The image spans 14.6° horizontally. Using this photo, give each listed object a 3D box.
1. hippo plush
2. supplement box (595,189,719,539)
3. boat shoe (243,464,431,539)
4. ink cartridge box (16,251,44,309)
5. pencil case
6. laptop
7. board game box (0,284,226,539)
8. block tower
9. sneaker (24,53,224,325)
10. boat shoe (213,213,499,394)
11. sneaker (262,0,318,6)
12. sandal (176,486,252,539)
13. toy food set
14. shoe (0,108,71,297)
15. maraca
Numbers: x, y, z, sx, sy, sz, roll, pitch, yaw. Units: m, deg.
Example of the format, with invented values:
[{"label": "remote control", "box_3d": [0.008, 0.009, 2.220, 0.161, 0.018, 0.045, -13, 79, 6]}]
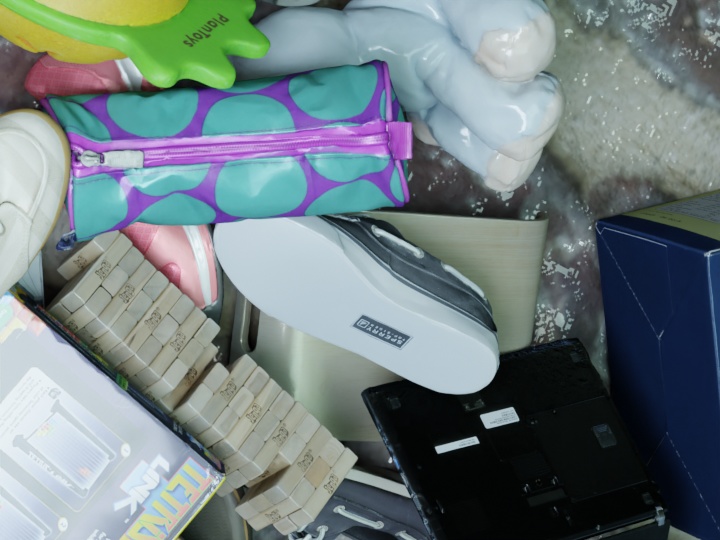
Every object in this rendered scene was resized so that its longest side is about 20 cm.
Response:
[{"label": "hippo plush", "box_3d": [0.014, -0.118, 1.633, 0.160, 0.159, 0.201, -25, 111, -22]}, {"label": "supplement box", "box_3d": [0.278, 0.051, 1.819, 0.199, 0.134, 0.201, -14, 106, -24]}, {"label": "boat shoe", "box_3d": [-0.017, 0.147, 1.721, 0.199, 0.073, 0.063, 17, 89, -34]}, {"label": "ink cartridge box", "box_3d": [-0.229, 0.066, 1.612, 0.099, 0.039, 0.202, -9, 105, -27]}, {"label": "pencil case", "box_3d": [-0.073, -0.065, 1.545, 0.198, 0.092, 0.086, -7, 92, -4]}, {"label": "laptop", "box_3d": [0.089, 0.164, 1.711, 0.176, 0.103, 0.201, -12, 66, -38]}, {"label": "board game box", "box_3d": [-0.199, 0.133, 1.562, 0.165, 0.057, 0.200, 41, 89, -9]}, {"label": "block tower", "box_3d": [-0.097, 0.066, 1.611, 0.200, 0.054, 0.058, 45, 53, -10]}, {"label": "sneaker", "box_3d": [-0.139, -0.044, 1.631, 0.086, 0.074, 0.201, -19, 105, -8]}, {"label": "boat shoe", "box_3d": [0.000, 0.000, 1.648, 0.199, 0.068, 0.072, 27, 131, -23]}, {"label": "sneaker", "box_3d": [-0.060, -0.227, 1.569, 0.079, 0.200, 0.076, -10, 144, -39]}, {"label": "sandal", "box_3d": [-0.111, 0.185, 1.672, 0.054, 0.081, 0.201, -22, 120, -54]}, {"label": "toy food set", "box_3d": [0.018, 0.029, 1.731, 0.199, 0.060, 0.145, 3, 103, -22]}, {"label": "shoe", "box_3d": [-0.220, 0.002, 1.494, 0.070, 0.053, 0.200, 35, 102, -8]}, {"label": "maraca", "box_3d": [-0.143, -0.162, 1.544, 0.137, 0.199, 0.107, -49, 168, -51]}]
